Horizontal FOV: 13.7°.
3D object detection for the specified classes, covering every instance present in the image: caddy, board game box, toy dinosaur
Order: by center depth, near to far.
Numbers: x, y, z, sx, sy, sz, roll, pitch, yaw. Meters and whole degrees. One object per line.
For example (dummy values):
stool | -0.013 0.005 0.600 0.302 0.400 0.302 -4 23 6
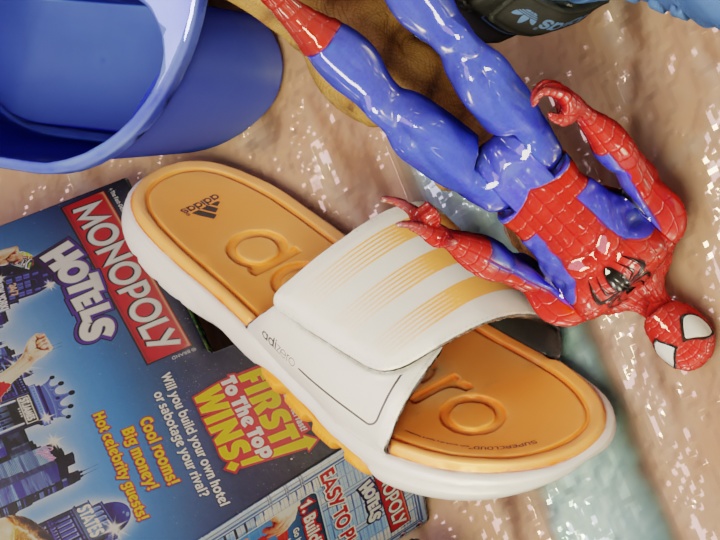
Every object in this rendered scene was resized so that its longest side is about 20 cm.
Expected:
toy dinosaur | -0.004 -0.074 0.948 0.199 0.106 0.061 32 112 -12
board game box | -0.089 0.067 1.011 0.062 0.199 0.200 79 167 -46
caddy | -0.117 -0.107 1.043 0.199 0.105 0.142 7 95 37

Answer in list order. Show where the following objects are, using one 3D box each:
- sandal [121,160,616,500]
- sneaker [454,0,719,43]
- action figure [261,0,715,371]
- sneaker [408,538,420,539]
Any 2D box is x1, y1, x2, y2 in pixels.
sandal | -0.006 0.003 0.974 0.206 0.079 0.059 33 138 33
sneaker | 0.086 -0.094 0.908 0.200 0.077 0.111 52 120 22
action figure | 0.040 -0.036 0.903 0.065 0.200 0.052 -44 24 10
sneaker | 0.015 0.188 0.990 0.082 0.070 0.201 21 110 18
